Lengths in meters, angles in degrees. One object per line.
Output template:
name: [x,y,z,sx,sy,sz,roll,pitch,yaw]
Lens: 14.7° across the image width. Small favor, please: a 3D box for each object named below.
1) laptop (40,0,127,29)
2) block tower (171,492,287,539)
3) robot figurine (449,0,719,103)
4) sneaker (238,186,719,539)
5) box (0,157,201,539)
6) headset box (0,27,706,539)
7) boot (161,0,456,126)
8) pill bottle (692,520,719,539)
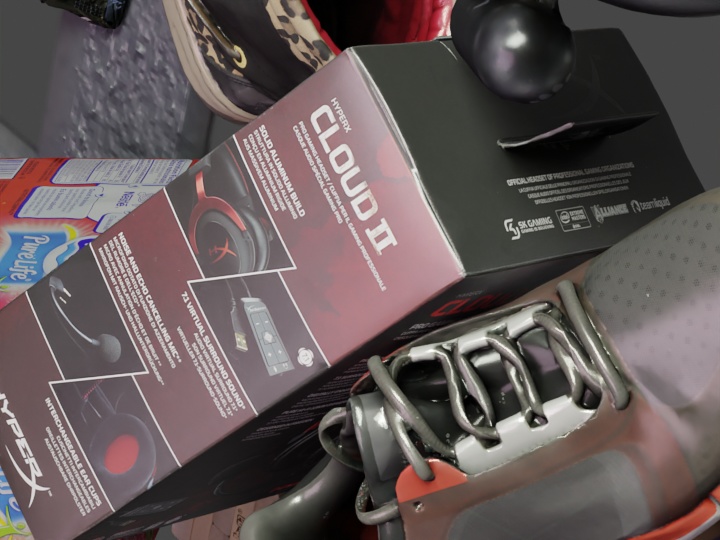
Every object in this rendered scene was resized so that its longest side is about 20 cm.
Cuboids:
laptop: [-0.148,-0.222,1.086,0.199,0.103,0.178,22,126,10]
block tower: [0.017,0.122,1.014,0.200,0.054,0.058,36,129,32]
robot figurine: [0.072,-0.130,0.716,0.125,0.150,0.200,63,178,-12]
sneaker: [0.041,0.044,0.750,0.200,0.082,0.077,-45,48,33]
box: [-0.113,0.034,0.999,0.099,0.200,0.096,0,111,7]
headset box: [0.000,0.000,0.831,0.200,0.148,0.075,-34,76,33]
boot: [-0.037,-0.141,0.914,0.151,0.073,0.201,13,121,68]
pill bottle: [0.126,0.157,0.825,0.200,0.112,0.112,56,138,10]
